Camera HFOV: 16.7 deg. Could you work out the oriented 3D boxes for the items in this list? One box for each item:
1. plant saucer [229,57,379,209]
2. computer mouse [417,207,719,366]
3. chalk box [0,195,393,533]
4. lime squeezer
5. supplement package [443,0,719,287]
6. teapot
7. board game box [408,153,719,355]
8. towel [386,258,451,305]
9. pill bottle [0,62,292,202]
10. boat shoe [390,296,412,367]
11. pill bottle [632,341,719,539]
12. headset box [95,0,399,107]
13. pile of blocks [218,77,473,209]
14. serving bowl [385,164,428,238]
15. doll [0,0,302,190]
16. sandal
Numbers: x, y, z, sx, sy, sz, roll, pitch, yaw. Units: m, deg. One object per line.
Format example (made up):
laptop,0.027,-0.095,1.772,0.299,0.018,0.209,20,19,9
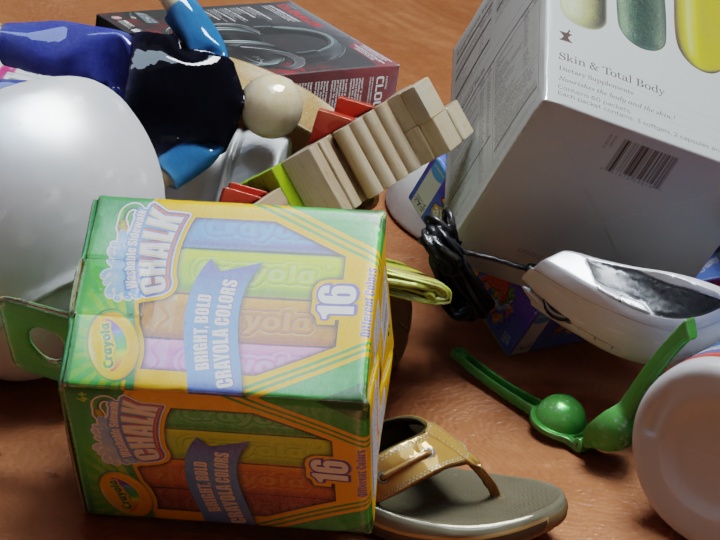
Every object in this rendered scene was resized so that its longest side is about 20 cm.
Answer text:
plant saucer,-0.074,-0.098,1.631,0.199,0.036,0.200,21,-14,5
computer mouse,0.131,0.021,1.453,0.199,0.110,0.044,13,66,12
chalk box,-0.087,0.047,1.262,0.199,0.125,0.124,2,54,5
lime squeezer,0.124,0.074,1.438,0.038,0.071,0.199,-33,15,-37
supplement package,0.151,-0.101,1.546,0.151,0.151,0.201,19,44,-14
teapot,-0.183,-0.004,1.386,0.199,0.198,0.147,-25,75,-23
board game box,0.148,-0.024,1.618,0.199,0.045,0.135,-9,56,-36
towel,0.000,0.000,1.479,0.086,0.018,0.200,15,2,-7
pill bottle,-0.150,-0.060,1.561,0.199,0.114,0.113,13,23,4
boat shoe,-0.051,0.037,1.442,0.069,0.071,0.200,19,12,33
pill bottle,0.250,0.080,1.408,0.112,0.113,0.200,24,28,30
headset box,-0.080,-0.139,1.824,0.199,0.078,0.149,-9,29,-35
pile of blocks,-0.026,-0.063,1.485,0.200,0.062,0.082,-32,7,-25
serving bowl,0.120,-0.064,1.748,0.199,0.066,0.200,8,24,-4
doll,-0.133,-0.114,1.495,0.199,0.137,0.048,8,-11,-2
sandal,0.015,0.104,1.328,0.199,0.054,0.080,15,23,11
